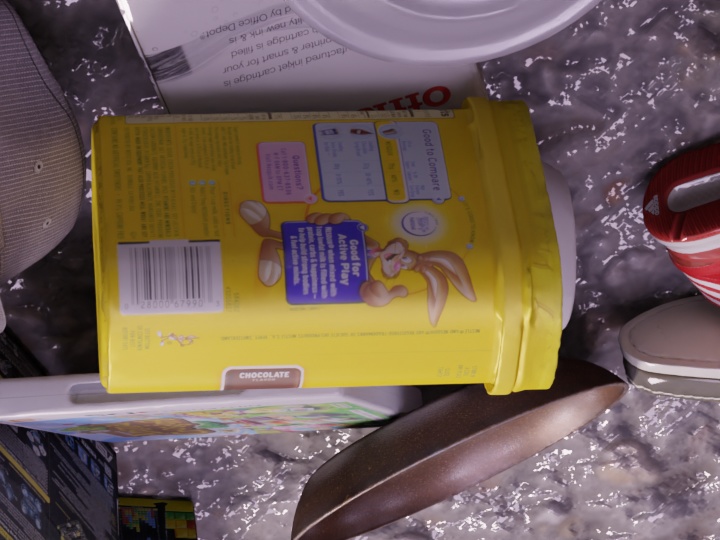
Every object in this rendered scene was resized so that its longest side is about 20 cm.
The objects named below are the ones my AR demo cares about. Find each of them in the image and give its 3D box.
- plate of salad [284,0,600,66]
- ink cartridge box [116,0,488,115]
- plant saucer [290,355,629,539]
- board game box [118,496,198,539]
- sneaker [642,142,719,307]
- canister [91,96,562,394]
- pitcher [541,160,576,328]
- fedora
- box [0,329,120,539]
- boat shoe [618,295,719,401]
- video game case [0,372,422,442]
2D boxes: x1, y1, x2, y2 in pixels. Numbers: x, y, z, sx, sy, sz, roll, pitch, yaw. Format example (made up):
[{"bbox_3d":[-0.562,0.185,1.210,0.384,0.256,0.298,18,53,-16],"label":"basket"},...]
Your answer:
[{"bbox_3d":[0.043,-0.181,1.221,0.200,0.048,0.200,-9,123,-14],"label":"plate of salad"},{"bbox_3d":[-0.038,-0.147,1.320,0.146,0.083,0.200,-17,133,5],"label":"ink cartridge box"},{"bbox_3d":[0.048,0.093,1.532,0.200,0.032,0.200,-24,169,-5],"label":"plant saucer"},{"bbox_3d":[-0.204,0.199,1.627,0.199,0.057,0.166,4,130,-14],"label":"board game box"},{"bbox_3d":[0.257,-0.031,1.492,0.200,0.079,0.116,-10,145,23],"label":"sneaker"},{"bbox_3d":[-0.019,-0.011,1.292,0.199,0.149,0.087,-1,132,-6],"label":"canister"},{"bbox_3d":[0.000,0.000,1.453,0.199,0.122,0.172,-2,163,-6],"label":"pitcher"},{"bbox_3d":[-0.191,-0.066,1.339,0.090,0.177,0.200,-30,129,-23],"label":"fedora"},{"bbox_3d":[-0.189,0.101,1.468,0.049,0.161,0.200,-25,132,13],"label":"box"},{"bbox_3d":[0.236,0.051,1.559,0.201,0.072,0.060,-4,128,-12],"label":"boat shoe"},{"bbox_3d":[-0.075,0.067,1.448,0.182,0.022,0.200,-4,173,12],"label":"video game case"}]
